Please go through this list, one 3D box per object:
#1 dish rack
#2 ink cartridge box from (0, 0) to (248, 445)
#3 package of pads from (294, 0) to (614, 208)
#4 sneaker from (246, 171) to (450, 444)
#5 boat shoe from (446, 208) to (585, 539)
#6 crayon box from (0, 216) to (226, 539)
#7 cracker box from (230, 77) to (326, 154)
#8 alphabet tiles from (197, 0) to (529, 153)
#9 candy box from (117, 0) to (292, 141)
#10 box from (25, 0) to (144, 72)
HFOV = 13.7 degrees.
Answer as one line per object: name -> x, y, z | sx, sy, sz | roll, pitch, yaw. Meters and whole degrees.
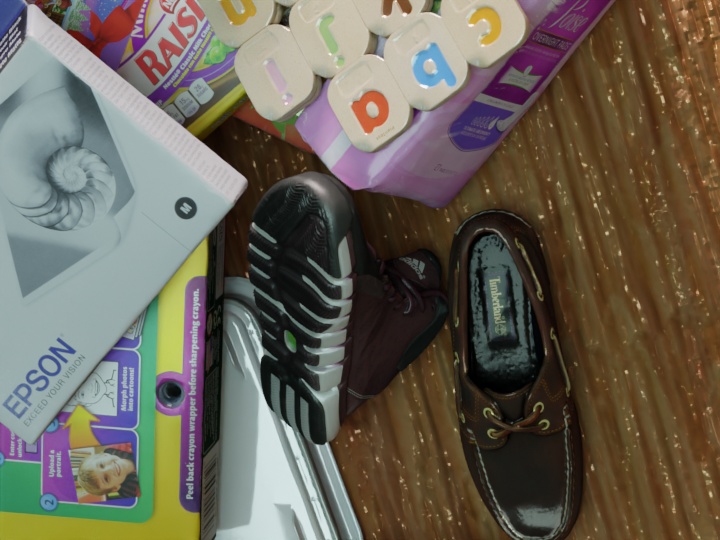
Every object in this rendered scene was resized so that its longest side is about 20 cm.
dish rack -> -0.104, 0.119, 1.781 | 0.171, 0.044, 0.200 | -20, 92, 13
ink cartridge box -> -0.197, -0.037, 1.639 | 0.200, 0.041, 0.200 | 39, 113, -3
package of pads -> 0.063, -0.128, 1.678 | 0.076, 0.120, 0.200 | 44, 103, 17
sneaker -> 0.000, 0.000, 1.692 | 0.076, 0.115, 0.200 | 41, 147, 27
boat shoe -> 0.085, 0.065, 1.719 | 0.070, 0.070, 0.200 | -12, 95, 7
crayon box -> -0.169, 0.059, 1.724 | 0.172, 0.058, 0.200 | 4, 102, 8
cracker box -> -0.039, -0.185, 1.727 | 0.134, 0.058, 0.200 | 26, 102, 11
alphabet tiles -> 0.005, -0.173, 1.635 | 0.200, 0.015, 0.196 | -36, 70, 19
candy box -> -0.072, -0.158, 1.695 | 0.200, 0.026, 0.102 | -41, 80, 15
box -> -0.167, -0.211, 1.629 | 0.137, 0.039, 0.200 | 16, 115, -19
